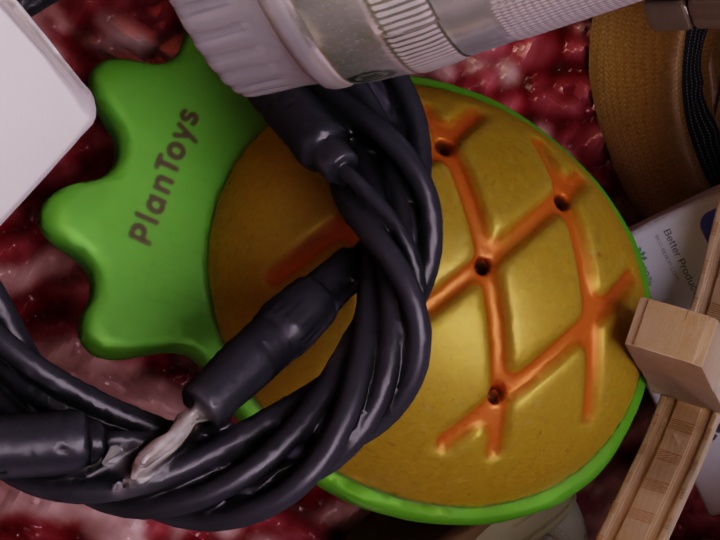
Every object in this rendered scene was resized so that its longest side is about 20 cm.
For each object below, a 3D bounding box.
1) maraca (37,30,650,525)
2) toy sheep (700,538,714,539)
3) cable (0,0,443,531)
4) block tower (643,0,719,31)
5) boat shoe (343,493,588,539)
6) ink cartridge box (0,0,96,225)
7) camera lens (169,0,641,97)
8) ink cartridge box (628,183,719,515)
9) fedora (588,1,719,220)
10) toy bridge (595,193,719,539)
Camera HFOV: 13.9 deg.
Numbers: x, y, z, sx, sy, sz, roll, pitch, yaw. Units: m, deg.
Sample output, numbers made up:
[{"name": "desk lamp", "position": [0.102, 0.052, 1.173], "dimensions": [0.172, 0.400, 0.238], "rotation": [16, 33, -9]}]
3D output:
[{"name": "maraca", "position": [0.000, 0.000, 0.908], "dimensions": [0.199, 0.107, 0.138], "rotation": [24, 68, -14]}, {"name": "toy sheep", "position": [0.134, 0.172, 1.004], "dimensions": [0.200, 0.138, 0.138], "rotation": [-42, 119, 3]}, {"name": "cable", "position": [-0.057, -0.028, 0.842], "dimensions": [0.162, 0.051, 0.201], "rotation": [2, 64, 2]}, {"name": "block tower", "position": [0.093, -0.176, 0.892], "dimensions": [0.058, 0.054, 0.201], "rotation": [-37, 116, -35]}, {"name": "boat shoe", "position": [-0.001, 0.127, 0.945], "dimensions": [0.199, 0.073, 0.063], "rotation": [-32, 111, -24]}, {"name": "ink cartridge box", "position": [-0.193, -0.047, 0.723], "dimensions": [0.147, 0.200, 0.145], "rotation": [-49, 119, -14]}, {"name": "camera lens", "position": [0.040, -0.144, 0.781], "dimensions": [0.199, 0.160, 0.161], "rotation": [-18, 112, 11]}, {"name": "ink cartridge box", "position": [0.179, -0.003, 0.940], "dimensions": [0.100, 0.199, 0.039], "rotation": [65, 28, -2]}, {"name": "fedora", "position": [0.175, -0.076, 0.991], "dimensions": [0.082, 0.199, 0.202], "rotation": [-29, 118, -64]}, {"name": "toy bridge", "position": [0.100, 0.028, 0.906], "dimensions": [0.067, 0.027, 0.201], "rotation": [50, 58, -70]}]
